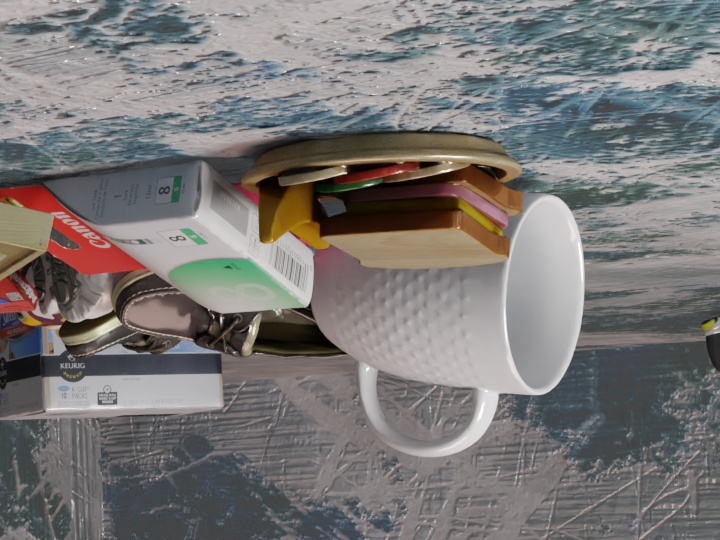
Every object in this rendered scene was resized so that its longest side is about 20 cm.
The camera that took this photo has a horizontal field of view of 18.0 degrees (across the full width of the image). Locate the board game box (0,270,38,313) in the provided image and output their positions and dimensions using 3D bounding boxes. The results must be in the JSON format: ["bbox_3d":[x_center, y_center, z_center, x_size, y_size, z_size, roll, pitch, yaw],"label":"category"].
[{"bbox_3d":[-0.375,0.007,1.864,0.200,0.019,0.103,-5,146,20],"label":"board game box"}]

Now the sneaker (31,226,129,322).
[{"bbox_3d":[-0.206,-0.004,1.845,0.099,0.078,0.200,-8,-175,-17],"label":"sneaker"}]

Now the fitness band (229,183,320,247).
[{"bbox_3d":[-0.105,-0.034,1.701,0.143,0.037,0.200,-1,173,-12],"label":"fitness band"}]

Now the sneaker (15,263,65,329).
[{"bbox_3d":[-0.265,0.022,2.067,0.090,0.075,0.200,5,169,9],"label":"sneaker"}]

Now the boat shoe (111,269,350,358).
[{"bbox_3d":[-0.091,0.033,1.757,0.200,0.065,0.073,0,135,-14],"label":"boat shoe"}]

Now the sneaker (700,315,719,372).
[{"bbox_3d":[0.560,0.101,3.128,0.200,0.085,0.074,-1,175,-14],"label":"sneaker"}]

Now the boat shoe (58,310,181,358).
[{"bbox_3d":[-0.177,0.040,1.955,0.072,0.066,0.201,-4,-162,35],"label":"boat shoe"}]

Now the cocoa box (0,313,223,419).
[{"bbox_3d":[-0.254,0.080,2.297,0.200,0.131,0.133,1,173,-29],"label":"cocoa box"}]

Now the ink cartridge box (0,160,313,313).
[{"bbox_3d":[-0.156,-0.015,1.592,0.200,0.050,0.161,-7,154,26],"label":"ink cartridge box"}]

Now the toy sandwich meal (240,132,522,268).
[{"bbox_3d":[0.016,-0.042,1.500,0.205,0.070,0.205,-3,174,0],"label":"toy sandwich meal"}]

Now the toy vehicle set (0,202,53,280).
[{"bbox_3d":[-0.296,-0.027,1.595,0.124,0.027,0.200,13,170,-18],"label":"toy vehicle set"}]

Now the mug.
[{"bbox_3d":[0.056,0.038,1.694,0.175,0.200,0.148,4,175,28],"label":"mug"}]
